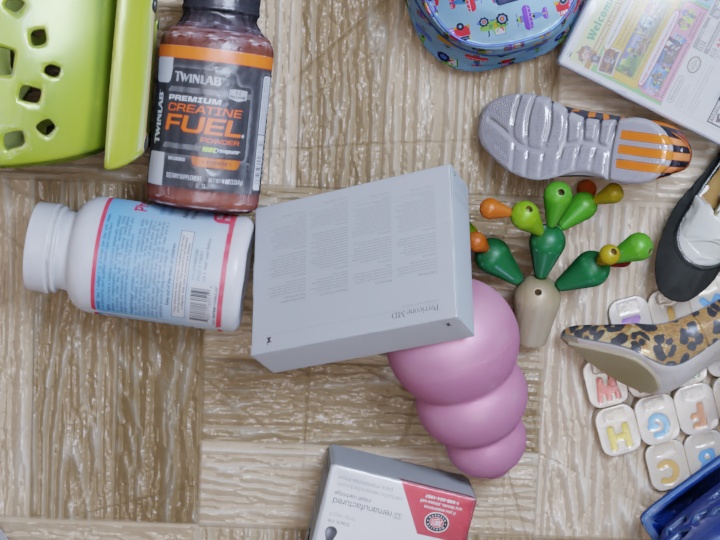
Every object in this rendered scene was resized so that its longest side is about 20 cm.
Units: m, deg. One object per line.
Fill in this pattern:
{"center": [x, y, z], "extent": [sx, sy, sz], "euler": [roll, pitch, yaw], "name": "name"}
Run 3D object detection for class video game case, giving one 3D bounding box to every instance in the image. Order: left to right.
{"center": [0.303, -0.240, 1.241], "extent": [0.181, 0.022, 0.201], "euler": [26, 98, -4], "name": "video game case"}

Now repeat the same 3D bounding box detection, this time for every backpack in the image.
{"center": [0.117, -0.283, 1.223], "extent": [0.182, 0.135, 0.201], "euler": [-13, 99, 1], "name": "backpack"}

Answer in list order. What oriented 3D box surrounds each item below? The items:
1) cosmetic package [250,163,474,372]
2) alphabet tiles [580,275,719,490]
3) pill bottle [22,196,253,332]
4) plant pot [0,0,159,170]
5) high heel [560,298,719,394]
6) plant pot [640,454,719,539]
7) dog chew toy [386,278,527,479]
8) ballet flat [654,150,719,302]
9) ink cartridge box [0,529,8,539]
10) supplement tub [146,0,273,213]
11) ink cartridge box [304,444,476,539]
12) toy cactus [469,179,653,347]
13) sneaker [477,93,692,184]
{"center": [0.000, 0.000, 1.223], "extent": [0.199, 0.052, 0.151], "euler": [-11, 59, 22], "name": "cosmetic package"}
{"center": [0.321, 0.111, 1.327], "extent": [0.199, 0.015, 0.196], "euler": [-14, 96, 0], "name": "alphabet tiles"}
{"center": [-0.203, -0.009, 1.257], "extent": [0.199, 0.109, 0.109], "euler": [8, 96, -2], "name": "pill bottle"}
{"center": [-0.272, -0.183, 1.197], "extent": [0.181, 0.200, 0.200], "euler": [5, 95, -8], "name": "plant pot"}
{"center": [0.303, 0.048, 1.302], "extent": [0.199, 0.072, 0.143], "euler": [16, 60, 17], "name": "high heel"}
{"center": [0.390, 0.265, 1.257], "extent": [0.200, 0.180, 0.200], "euler": [-37, 101, 2], "name": "plant pot"}
{"center": [0.100, 0.108, 1.272], "extent": [0.124, 0.125, 0.201], "euler": [-20, 114, 1], "name": "dog chew toy"}
{"center": [0.336, -0.064, 1.268], "extent": [0.068, 0.068, 0.201], "euler": [29, 86, 1], "name": "ballet flat"}
{"center": [-0.413, 0.346, 1.272], "extent": [0.200, 0.145, 0.145], "euler": [-35, 96, 3], "name": "ink cartridge box"}
{"center": [-0.136, -0.156, 1.243], "extent": [0.106, 0.107, 0.201], "euler": [5, 96, -2], "name": "supplement tub"}
{"center": [0.015, 0.286, 1.305], "extent": [0.144, 0.084, 0.201], "euler": [14, 96, -3], "name": "ink cartridge box"}
{"center": [0.168, -0.011, 1.285], "extent": [0.199, 0.102, 0.166], "euler": [4, 115, -4], "name": "toy cactus"}
{"center": [0.214, -0.115, 1.272], "extent": [0.199, 0.112, 0.078], "euler": [18, 100, 31], "name": "sneaker"}
